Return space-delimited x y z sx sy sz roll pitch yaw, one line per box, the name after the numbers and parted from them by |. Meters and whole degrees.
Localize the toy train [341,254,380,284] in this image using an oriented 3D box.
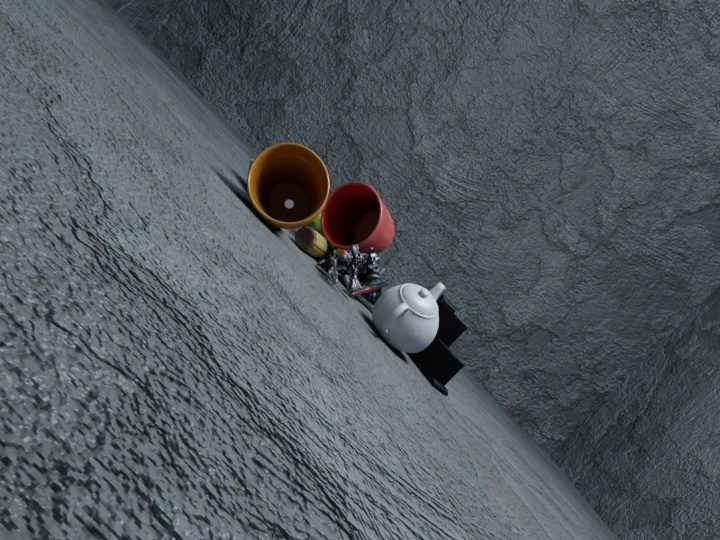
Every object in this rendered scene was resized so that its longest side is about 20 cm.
0.000 0.000 1.693 0.111 0.087 0.200 4 -12 -6 | toy train

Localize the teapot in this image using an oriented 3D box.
0.132 0.106 1.394 0.194 0.147 0.202 20 36 -19 | teapot

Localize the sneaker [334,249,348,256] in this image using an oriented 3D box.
-0.066 -0.036 1.854 0.201 0.075 0.090 52 -5 -2 | sneaker

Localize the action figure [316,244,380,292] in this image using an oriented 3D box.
-0.041 0.000 1.407 0.117 0.104 0.199 10 -19 -33 | action figure

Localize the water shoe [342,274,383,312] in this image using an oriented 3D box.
0.029 0.067 1.642 0.200 0.079 0.072 44 3 -21 | water shoe

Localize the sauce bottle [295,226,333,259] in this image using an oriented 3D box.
-0.126 -0.070 1.522 0.066 0.066 0.200 46 1 19 | sauce bottle

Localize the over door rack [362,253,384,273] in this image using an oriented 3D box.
0.008 -0.037 2.599 0.148 0.067 0.199 44 -17 -25 | over door rack

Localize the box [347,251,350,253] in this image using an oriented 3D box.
-0.080 -0.112 2.051 0.106 0.122 0.200 44 3 -5 | box

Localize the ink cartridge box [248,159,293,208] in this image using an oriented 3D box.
-0.239 -0.250 1.554 0.144 0.084 0.200 1 28 -28 | ink cartridge box

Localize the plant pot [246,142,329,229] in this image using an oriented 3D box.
-0.183 -0.194 1.352 0.200 0.200 0.183 45 -12 0 | plant pot

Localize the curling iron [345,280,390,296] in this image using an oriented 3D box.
0.028 0.046 1.565 0.025 0.050 0.198 31 21 35 | curling iron

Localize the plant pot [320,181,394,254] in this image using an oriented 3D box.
0.007 -0.138 1.580 0.201 0.201 0.177 47 9 28 | plant pot

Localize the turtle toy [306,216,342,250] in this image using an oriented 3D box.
-0.115 -0.105 1.711 0.146 0.101 0.200 48 3 16 | turtle toy

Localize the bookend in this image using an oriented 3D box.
0.244 0.212 1.543 0.092 0.200 0.199 41 5 -42 | bookend
